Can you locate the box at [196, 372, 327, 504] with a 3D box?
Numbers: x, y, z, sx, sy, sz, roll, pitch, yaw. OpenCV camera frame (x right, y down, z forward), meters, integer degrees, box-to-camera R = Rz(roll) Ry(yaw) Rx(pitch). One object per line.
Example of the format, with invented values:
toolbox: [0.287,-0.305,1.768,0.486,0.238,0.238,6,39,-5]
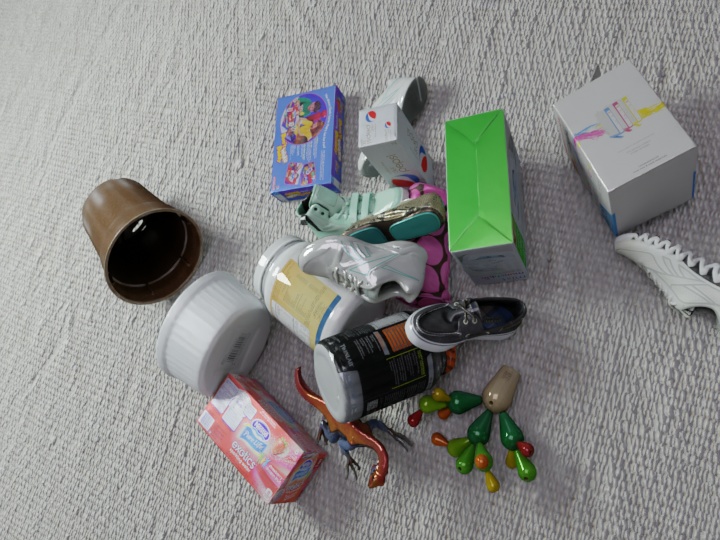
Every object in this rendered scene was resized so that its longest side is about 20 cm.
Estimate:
box: [-0.163,0.276,1.016,0.198,0.094,0.104,36,90,29]

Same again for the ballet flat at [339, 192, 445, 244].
ballet flat: [0.044,-0.070,0.966,0.195,0.068,0.077,-21,36,23]

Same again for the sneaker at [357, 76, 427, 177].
sneaker: [0.047,-0.261,1.111,0.079,0.070,0.204,23,82,43]

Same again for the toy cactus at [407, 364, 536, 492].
toy cactus: [0.177,0.213,0.891,0.197,0.102,0.167,24,75,37]

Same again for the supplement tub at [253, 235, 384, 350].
supplement tub: [-0.071,0.044,1.018,0.198,0.144,0.147,35,89,29]

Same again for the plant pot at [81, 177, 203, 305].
plant pot: [-0.445,-0.071,1.210,0.197,0.200,0.203,37,90,37]

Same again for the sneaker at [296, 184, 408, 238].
sneaker: [-0.020,-0.106,1.028,0.197,0.118,0.076,-22,47,34]

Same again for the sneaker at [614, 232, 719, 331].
sneaker: [0.437,0.012,0.841,0.198,0.074,0.083,32,100,31]

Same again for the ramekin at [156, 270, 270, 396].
ramekin: [-0.243,0.115,1.050,0.096,0.200,0.204,29,86,21]

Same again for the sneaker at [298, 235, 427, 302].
sneaker: [0.000,0.000,0.900,0.193,0.071,0.082,3,59,8]

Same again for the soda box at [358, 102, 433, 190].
soda box: [0.063,-0.189,0.998,0.066,0.199,0.066,-7,72,22]

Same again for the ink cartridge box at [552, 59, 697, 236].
ink cartridge box: [0.373,-0.184,0.886,0.123,0.129,0.204,-27,56,13]

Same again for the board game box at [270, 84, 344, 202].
board game box: [-0.101,-0.243,1.178,0.130,0.045,0.207,-5,72,23]

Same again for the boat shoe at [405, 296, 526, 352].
boat shoe: [0.158,0.069,0.882,0.067,0.194,0.072,122,142,-48]

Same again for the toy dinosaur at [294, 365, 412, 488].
toy dinosaur: [-0.023,0.252,0.926,0.106,0.198,0.181,-56,16,-13]

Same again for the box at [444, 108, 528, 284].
box: [0.191,-0.102,0.925,0.094,0.176,0.207,-7,71,22]

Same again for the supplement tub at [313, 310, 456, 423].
supplement tub: [0.037,0.136,0.910,0.195,0.124,0.125,-16,62,-23]

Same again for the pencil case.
pencil case: [0.111,-0.039,0.995,0.091,0.091,0.207,2,73,16]
